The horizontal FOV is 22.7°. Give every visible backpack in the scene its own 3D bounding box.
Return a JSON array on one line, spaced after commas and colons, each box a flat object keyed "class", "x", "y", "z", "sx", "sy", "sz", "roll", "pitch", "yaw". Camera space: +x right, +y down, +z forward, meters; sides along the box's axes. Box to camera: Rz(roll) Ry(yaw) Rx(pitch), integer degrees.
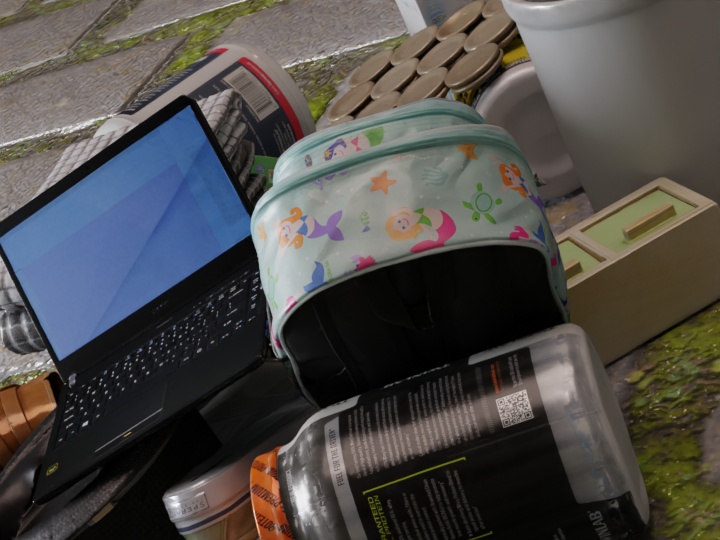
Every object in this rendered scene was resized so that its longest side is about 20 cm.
[{"class": "backpack", "x": 0.026, "y": -0.008, "z": 1.021, "sx": 0.177, "sy": 0.151, "sz": 0.200, "roll": -16, "pitch": -20, "yaw": 5}]

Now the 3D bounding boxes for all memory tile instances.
[{"class": "memory tile", "x": 0.050, "y": -0.160, "z": 1.441, "sx": 0.199, "sy": 0.017, "sz": 0.154, "roll": -24, "pitch": 26, "yaw": 37}]

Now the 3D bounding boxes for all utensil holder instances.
[{"class": "utensil holder", "x": 0.210, "y": -0.138, "z": 1.253, "sx": 0.169, "sy": 0.201, "sz": 0.170, "roll": -20, "pitch": 25, "yaw": 10}]

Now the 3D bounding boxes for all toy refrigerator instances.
[{"class": "toy refrigerator", "x": 0.140, "y": 0.017, "z": 1.163, "sx": 0.199, "sy": 0.070, "sz": 0.076, "roll": -29, "pitch": 24, "yaw": -9}]

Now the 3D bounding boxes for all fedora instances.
[{"class": "fedora", "x": -0.155, "y": 0.141, "z": 1.147, "sx": 0.200, "sy": 0.092, "sz": 0.201, "roll": -35, "pitch": 24, "yaw": 18}]

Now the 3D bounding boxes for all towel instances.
[{"class": "towel", "x": -0.162, "y": -0.030, "z": 1.272, "sx": 0.165, "sy": 0.086, "sz": 0.200, "roll": -16, "pitch": 28, "yaw": 22}]

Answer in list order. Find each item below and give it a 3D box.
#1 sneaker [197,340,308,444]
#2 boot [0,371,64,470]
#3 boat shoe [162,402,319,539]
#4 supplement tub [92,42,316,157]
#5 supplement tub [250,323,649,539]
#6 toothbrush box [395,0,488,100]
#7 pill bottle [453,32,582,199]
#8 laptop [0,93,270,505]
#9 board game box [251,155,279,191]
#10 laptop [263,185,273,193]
[{"class": "sneaker", "x": -0.089, "y": 0.085, "z": 1.235, "sx": 0.199, "sy": 0.080, "sz": 0.074, "roll": -25, "pitch": 26, "yaw": 3}, {"class": "boot", "x": -0.290, "y": 0.140, "z": 1.327, "sx": 0.154, "sy": 0.074, "sz": 0.200, "roll": -20, "pitch": 27, "yaw": 0}, {"class": "boat shoe", "x": -0.054, "y": 0.131, "z": 1.122, "sx": 0.072, "sy": 0.062, "sz": 0.200, "roll": -18, "pitch": 6, "yaw": 34}, {"class": "supplement tub", "x": -0.149, "y": -0.099, "z": 1.590, "sx": 0.200, "sy": 0.141, "sz": 0.140, "roll": -38, "pitch": 27, "yaw": -28}, {"class": "supplement tub", "x": 0.048, "y": 0.116, "z": 0.984, "sx": 0.199, "sy": 0.123, "sz": 0.123, "roll": -20, "pitch": 24, "yaw": 10}, {"class": "toothbrush box", "x": 0.144, "y": -0.234, "z": 1.580, "sx": 0.199, "sy": 0.147, "sz": 0.085, "roll": -26, "pitch": 23, "yaw": -5}, {"class": "pill bottle", "x": 0.133, "y": -0.143, "z": 1.447, "sx": 0.111, "sy": 0.112, "sz": 0.200, "roll": -23, "pitch": 23, "yaw": 5}, {"class": "laptop", "x": -0.150, "y": 0.014, "z": 1.106, "sx": 0.177, "sy": 0.103, "sz": 0.200, "roll": -33, "pitch": 25, "yaw": 18}, {"class": "board game box", "x": -0.076, "y": -0.066, "z": 1.462, "sx": 0.134, "sy": 0.029, "sz": 0.200, "roll": -5, "pitch": -4, "yaw": 36}, {"class": "laptop", "x": -0.121, "y": 0.031, "z": 1.337, "sx": 0.186, "sy": 0.200, "sz": 0.116, "roll": -25, "pitch": 58, "yaw": -2}]
